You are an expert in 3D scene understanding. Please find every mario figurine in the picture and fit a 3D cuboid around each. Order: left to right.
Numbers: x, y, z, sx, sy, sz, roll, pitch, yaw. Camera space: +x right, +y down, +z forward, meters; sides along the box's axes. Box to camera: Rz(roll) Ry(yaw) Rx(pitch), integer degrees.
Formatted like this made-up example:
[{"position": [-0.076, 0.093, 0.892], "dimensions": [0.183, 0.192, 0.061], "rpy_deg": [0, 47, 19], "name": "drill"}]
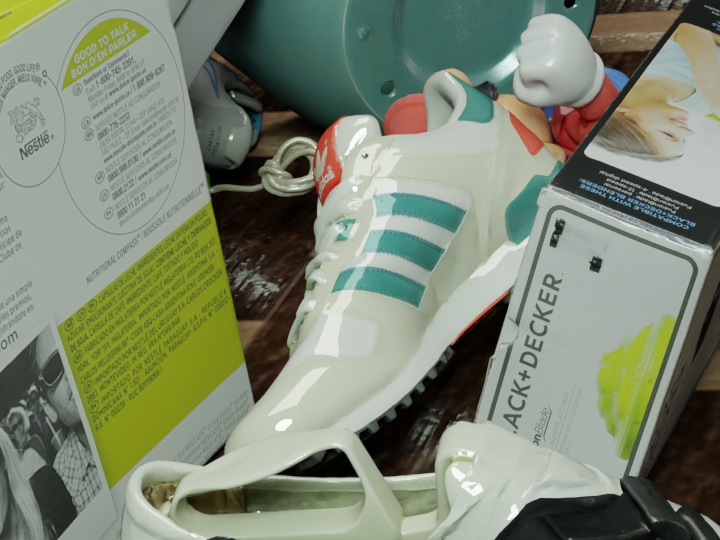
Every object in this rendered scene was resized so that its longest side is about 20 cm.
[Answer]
[{"position": [0.080, -0.071, 0.972], "dimensions": [0.200, 0.124, 0.106], "rpy_deg": [-24, 39, -35], "name": "mario figurine"}]

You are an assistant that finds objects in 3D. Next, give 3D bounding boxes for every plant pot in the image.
[{"position": [0.023, -0.148, 1.078], "dimensions": [0.200, 0.201, 0.161], "rpy_deg": [-18, 32, -14], "name": "plant pot"}]

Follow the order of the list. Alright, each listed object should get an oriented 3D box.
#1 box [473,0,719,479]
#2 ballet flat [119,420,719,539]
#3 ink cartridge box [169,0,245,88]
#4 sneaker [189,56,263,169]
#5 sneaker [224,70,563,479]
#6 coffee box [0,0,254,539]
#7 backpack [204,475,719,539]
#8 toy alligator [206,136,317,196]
[{"position": [0.110, -0.013, 0.819], "dimensions": [0.060, 0.117, 0.200], "rpy_deg": [23, 33, 13], "name": "box"}, {"position": [0.014, 0.080, 0.727], "dimensions": [0.199, 0.070, 0.069], "rpy_deg": [-6, 25, 12], "name": "ballet flat"}, {"position": [-0.169, -0.146, 0.996], "dimensions": [0.199, 0.145, 0.146], "rpy_deg": [15, 67, 39], "name": "ink cartridge box"}, {"position": [-0.095, -0.084, 1.154], "dimensions": [0.086, 0.075, 0.200], "rpy_deg": [11, 17, -13], "name": "sneaker"}, {"position": [0.000, 0.000, 0.834], "dimensions": [0.200, 0.093, 0.070], "rpy_deg": [-42, -1, -35], "name": "sneaker"}, {"position": [-0.184, 0.005, 0.815], "dimensions": [0.199, 0.199, 0.200], "rpy_deg": [4, 28, 30], "name": "coffee box"}, {"position": [-0.019, 0.141, 0.506], "dimensions": [0.190, 0.155, 0.200], "rpy_deg": [6, 22, 17], "name": "backpack"}, {"position": [-0.108, -0.024, 1.029], "dimensions": [0.199, 0.060, 0.054], "rpy_deg": [-9, -17, 7], "name": "toy alligator"}]
